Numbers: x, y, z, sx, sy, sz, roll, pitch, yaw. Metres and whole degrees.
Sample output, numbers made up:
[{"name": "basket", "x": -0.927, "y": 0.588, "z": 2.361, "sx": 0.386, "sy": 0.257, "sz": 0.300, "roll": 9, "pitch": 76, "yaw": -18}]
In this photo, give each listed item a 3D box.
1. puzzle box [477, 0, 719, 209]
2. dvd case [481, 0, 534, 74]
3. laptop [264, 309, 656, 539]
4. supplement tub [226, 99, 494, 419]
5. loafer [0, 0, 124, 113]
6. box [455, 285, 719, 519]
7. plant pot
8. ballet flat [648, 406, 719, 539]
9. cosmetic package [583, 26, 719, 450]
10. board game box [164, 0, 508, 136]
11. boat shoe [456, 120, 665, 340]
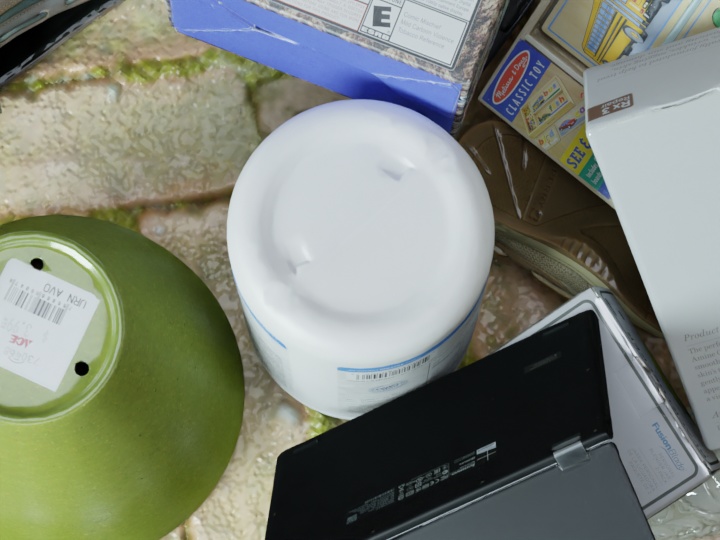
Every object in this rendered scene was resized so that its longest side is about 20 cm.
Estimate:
[{"name": "puzzle box", "x": 0.162, "y": -0.126, "z": 1.140, "sx": 0.133, "sy": 0.025, "sz": 0.201, "roll": 39, "pitch": 119, "yaw": 11}, {"name": "dvd case", "x": 0.077, "y": -0.160, "z": 1.224, "sx": 0.018, "sy": 0.143, "sz": 0.201, "roll": 38, "pitch": 80, "yaw": -12}, {"name": "laptop", "x": 0.058, "y": 0.145, "z": 1.087, "sx": 0.186, "sy": 0.200, "sz": 0.116, "roll": -25, "pitch": 113, "yaw": 14}, {"name": "supplement tub", "x": 0.000, "y": 0.000, "z": 1.158, "sx": 0.131, "sy": 0.200, "sz": 0.133, "roll": 0, "pitch": 78, "yaw": -1}, {"name": "loafer", "x": -0.207, "y": -0.118, "z": 1.251, "sx": 0.063, "sy": 0.072, "sz": 0.200, "roll": 43, "pitch": 79, "yaw": 2}, {"name": "box", "x": 0.076, "y": 0.110, "z": 1.176, "sx": 0.199, "sy": 0.060, "sz": 0.117, "roll": -36, "pitch": 79, "yaw": 12}, {"name": "plant pot", "x": -0.157, "y": 0.046, "z": 1.147, "sx": 0.185, "sy": 0.200, "sz": 0.189, "roll": 0, "pitch": 78, "yaw": 0}, {"name": "ballet flat", "x": 0.227, "y": 0.092, "z": 1.209, "sx": 0.199, "sy": 0.072, "sz": 0.072, "roll": -18, "pitch": 79, "yaw": -3}, {"name": "cosmetic package", "x": 0.188, "y": -0.017, "z": 1.118, "sx": 0.101, "sy": 0.074, "sz": 0.201, "roll": -16, "pitch": 117, "yaw": 13}, {"name": "board game box", "x": 0.012, "y": -0.194, "z": 1.103, "sx": 0.158, "sy": 0.097, "sz": 0.201, "roll": 22, "pitch": 79, "yaw": 3}, {"name": "boat shoe", "x": 0.129, "y": -0.016, "z": 1.233, "sx": 0.199, "sy": 0.064, "sz": 0.072, "roll": 32, "pitch": 72, "yaw": -10}]
